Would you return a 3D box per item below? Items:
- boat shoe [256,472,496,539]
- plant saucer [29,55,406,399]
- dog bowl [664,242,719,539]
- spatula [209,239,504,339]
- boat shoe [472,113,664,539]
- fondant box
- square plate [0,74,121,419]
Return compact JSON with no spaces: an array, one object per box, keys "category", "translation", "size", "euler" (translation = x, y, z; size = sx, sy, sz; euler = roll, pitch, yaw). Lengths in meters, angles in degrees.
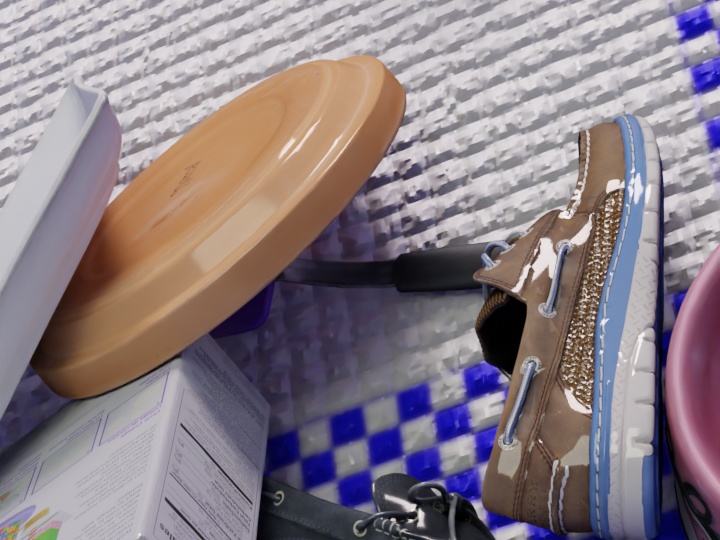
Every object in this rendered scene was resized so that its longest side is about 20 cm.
[{"category":"boat shoe","translation":[0.023,0.109,0.771],"size":[0.199,0.075,0.062],"euler":[1,66,36]},{"category":"plant saucer","translation":[-0.067,-0.026,0.875],"size":[0.200,0.032,0.200],"euler":[-36,18,13]},{"category":"dog bowl","translation":[0.196,0.042,0.716],"size":[0.199,0.074,0.201],"euler":[-14,54,21]},{"category":"spatula","translation":[0.000,0.000,0.889],"size":[0.199,0.021,0.057],"euler":[-4,70,25]},{"category":"boat shoe","translation":[0.080,0.012,0.777],"size":[0.072,0.072,0.200],"euler":[0,43,9]},{"category":"fondant box","translation":[-0.110,0.112,0.771],"size":[0.144,0.058,0.200],"euler":[-36,15,12]},{"category":"square plate","translation":[-0.153,0.011,0.880],"size":[0.199,0.028,0.200],"euler":[-64,13,2]}]
